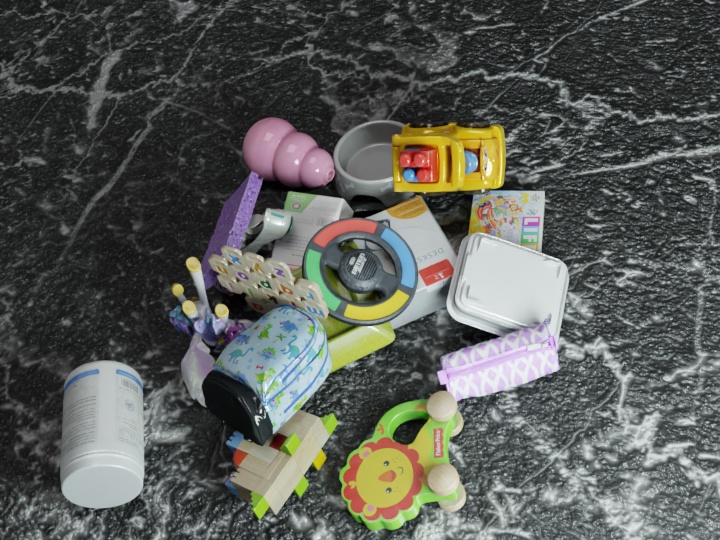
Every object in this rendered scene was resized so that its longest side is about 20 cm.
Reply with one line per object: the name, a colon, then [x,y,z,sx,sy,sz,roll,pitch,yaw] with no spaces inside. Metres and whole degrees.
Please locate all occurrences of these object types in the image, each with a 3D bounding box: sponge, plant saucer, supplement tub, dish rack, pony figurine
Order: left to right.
supplement tub: [-0.413,0.260,1.550,0.129,0.133,0.202,-12,49,1]
pony figurine: [-0.249,0.100,1.628,0.165,0.201,0.194,-29,65,-15]
sponge: [-0.231,-0.070,1.698,0.030,0.111,0.202,30,49,-20]
plant saucer: [-0.067,0.067,1.634,0.197,0.048,0.202,-26,66,4]
dish rack: [0.252,0.026,1.605,0.196,0.044,0.174,18,63,-1]

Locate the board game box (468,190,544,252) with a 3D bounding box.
board game box: [0.260,-0.059,1.734,0.132,0.035,0.203,2,51,13]

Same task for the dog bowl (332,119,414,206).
dog bowl: [0.035,-0.216,1.896,0.196,0.059,0.203,-6,49,7]

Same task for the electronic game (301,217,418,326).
electronic game: [0.000,0.000,1.602,0.196,0.042,0.203,4,61,-8]

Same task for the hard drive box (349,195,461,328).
hard drive box: [0.082,-0.017,1.710,0.154,0.077,0.201,-23,51,-7]

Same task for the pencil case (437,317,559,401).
pencil case: [0.221,0.147,1.531,0.197,0.085,0.085,-20,84,5]

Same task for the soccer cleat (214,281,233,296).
soccer cleat: [-0.221,0.001,1.710,0.067,0.077,0.199,-48,22,-18]

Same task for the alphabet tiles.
alphabet tiles: [-0.146,0.025,1.539,0.197,0.197,0.015,15,62,20]

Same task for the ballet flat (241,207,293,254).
ballet flat: [-0.195,-0.070,1.747,0.199,0.069,0.070,-26,30,50]

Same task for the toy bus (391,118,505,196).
toy bus: [0.146,-0.195,1.712,0.196,0.139,0.192,2,12,19]

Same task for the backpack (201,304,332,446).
backpack: [-0.134,0.151,1.510,0.198,0.156,0.162,-26,35,-34]

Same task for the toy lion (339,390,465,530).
toy lion: [0.062,0.294,1.474,0.188,0.069,0.203,-9,49,15]

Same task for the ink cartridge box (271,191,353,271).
ink cartridge box: [-0.093,-0.031,1.741,0.115,0.067,0.204,9,74,18]

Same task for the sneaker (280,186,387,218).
sneaker: [-0.050,-0.122,1.835,0.196,0.060,0.106,-14,54,5]

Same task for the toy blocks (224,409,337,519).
toy blocks: [-0.147,0.284,1.511,0.135,0.101,0.201,13,54,36]

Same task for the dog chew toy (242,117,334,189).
dog chew toy: [-0.136,-0.221,1.893,0.198,0.126,0.125,26,60,27]
